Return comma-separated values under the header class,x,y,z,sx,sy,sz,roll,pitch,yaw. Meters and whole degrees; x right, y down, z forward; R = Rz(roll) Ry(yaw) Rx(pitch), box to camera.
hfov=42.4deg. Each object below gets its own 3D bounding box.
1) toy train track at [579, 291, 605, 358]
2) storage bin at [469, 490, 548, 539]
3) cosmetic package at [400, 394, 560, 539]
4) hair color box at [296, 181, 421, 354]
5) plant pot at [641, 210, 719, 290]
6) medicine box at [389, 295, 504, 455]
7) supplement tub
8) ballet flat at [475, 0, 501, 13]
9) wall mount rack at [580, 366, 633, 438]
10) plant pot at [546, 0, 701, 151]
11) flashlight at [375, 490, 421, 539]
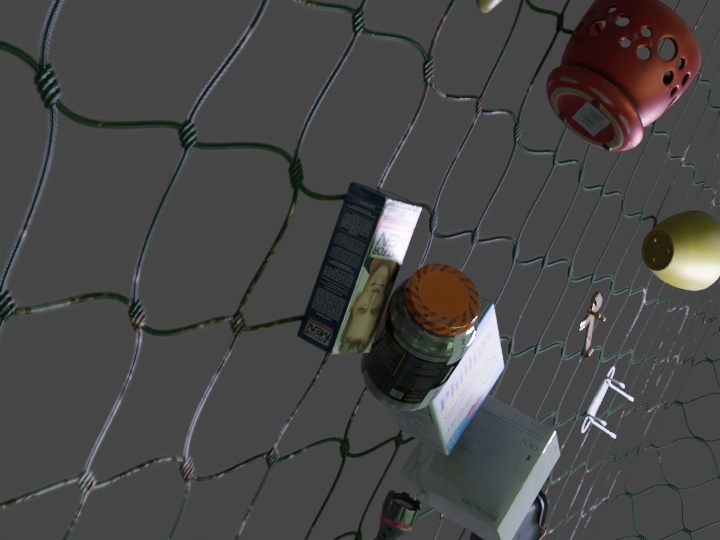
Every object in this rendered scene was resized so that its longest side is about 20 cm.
class,x,y,z,sx,sy,sz,roll,pitch,yaw
toy train track,0.555,0.136,2.200,0.115,0.032,0.202,-43,145,-35
storage bin,0.321,0.576,2.048,0.133,0.145,0.203,-19,128,-39
cosmetic package,0.208,0.333,1.601,0.201,0.197,0.123,-55,150,-18
hair color box,0.000,0.000,1.153,0.100,0.060,0.203,5,107,-59
plant pot,0.789,-0.051,2.322,0.140,0.200,0.203,0,114,-32
medicine box,0.128,0.150,1.432,0.183,0.102,0.201,-52,149,-22
supplement tub,0.080,0.088,1.222,0.122,0.122,0.201,-41,165,-36
ballet flat,0.200,-0.422,1.168,0.068,0.062,0.203,-9,119,-56
wall mount rack,0.679,0.372,2.538,0.202,0.074,0.174,-61,151,-7
plant pot,0.402,-0.308,1.461,0.183,0.199,0.201,-49,148,-10
flashlight,0.043,0.477,1.570,0.067,0.067,0.203,4,107,-60
